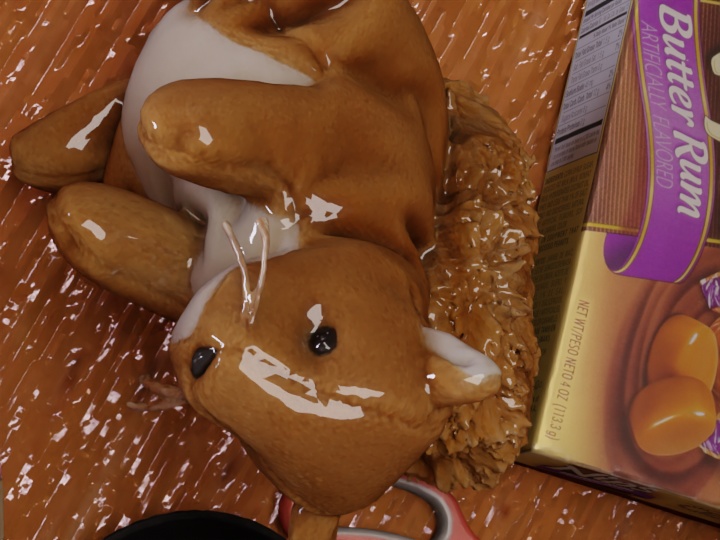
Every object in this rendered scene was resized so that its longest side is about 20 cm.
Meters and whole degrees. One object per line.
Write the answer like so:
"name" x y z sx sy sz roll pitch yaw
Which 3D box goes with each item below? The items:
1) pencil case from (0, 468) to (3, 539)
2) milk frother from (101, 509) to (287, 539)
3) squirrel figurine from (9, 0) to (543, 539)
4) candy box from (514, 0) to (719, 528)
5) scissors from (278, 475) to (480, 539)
"pencil case" -0.160 0.091 0.748 0.082 0.086 0.202 -4 82 23
"milk frother" 0.009 0.175 0.734 0.198 0.188 0.182 -5 97 -17
"squirrel figurine" 0.000 0.000 0.757 0.199 0.142 0.187 25 30 -39
"candy box" 0.126 -0.013 0.871 0.116 0.056 0.202 18 79 -16
"scissors" 0.064 0.114 0.854 0.198 0.014 0.074 9 79 -16
